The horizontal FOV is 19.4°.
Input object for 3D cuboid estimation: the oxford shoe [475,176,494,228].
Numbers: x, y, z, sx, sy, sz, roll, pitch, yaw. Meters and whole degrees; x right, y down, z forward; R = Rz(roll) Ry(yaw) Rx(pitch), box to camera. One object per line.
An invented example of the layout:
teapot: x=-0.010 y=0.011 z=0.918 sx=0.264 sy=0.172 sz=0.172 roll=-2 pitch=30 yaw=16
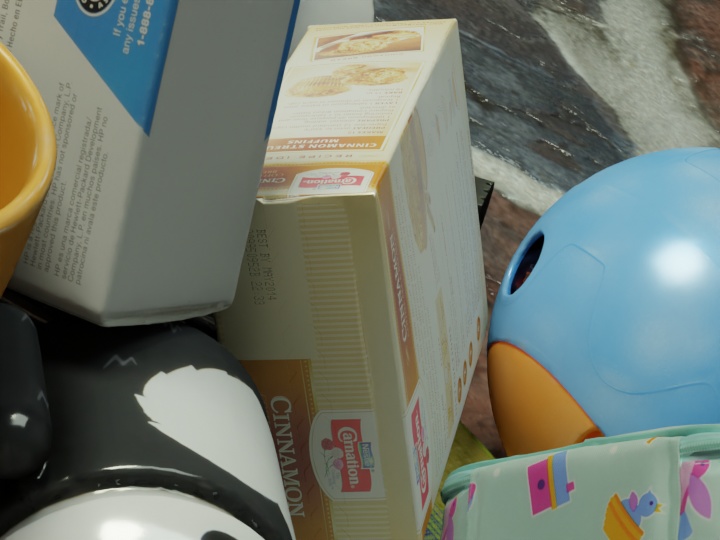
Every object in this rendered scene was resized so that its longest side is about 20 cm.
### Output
oxford shoe: x=0.012 y=-0.015 z=1.121 sx=0.084 sy=0.073 sz=0.200 roll=22 pitch=16 yaw=6

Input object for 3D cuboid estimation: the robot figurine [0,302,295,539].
robot figurine: x=-0.082 y=0.093 z=0.729 sx=0.149 sy=0.126 sz=0.201 roll=17 pitch=26 yaw=-19

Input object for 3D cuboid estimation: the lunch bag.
lunch bag: x=0.133 y=0.118 z=0.838 sx=0.159 sy=0.199 sz=0.078 roll=19 pitch=68 yaw=-36

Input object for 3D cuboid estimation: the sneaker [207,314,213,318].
sneaker: x=-0.061 y=-0.025 z=1.007 sx=0.079 sy=0.074 sz=0.200 roll=24 pitch=24 yaw=-14

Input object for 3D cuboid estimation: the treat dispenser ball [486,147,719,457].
treat dispenser ball: x=0.158 y=0.044 z=0.995 sx=0.199 sy=0.202 sz=0.201 roll=24 pitch=25 yaw=-12

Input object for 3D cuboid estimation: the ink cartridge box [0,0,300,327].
ink cartridge box: x=-0.131 y=-0.081 z=0.764 sx=0.199 sy=0.148 sz=0.086 roll=20 pitch=12 yaw=30

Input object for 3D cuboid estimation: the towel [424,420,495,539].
towel: x=-0.012 y=0.083 z=0.938 sx=0.199 sy=0.023 sz=0.144 roll=-7 pitch=50 yaw=-52

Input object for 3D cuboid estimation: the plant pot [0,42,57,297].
plant pot: x=-0.219 y=0.007 z=0.667 sx=0.199 sy=0.184 sz=0.201 roll=21 pitch=28 yaw=-11

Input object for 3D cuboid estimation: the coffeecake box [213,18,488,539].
coffeecake box: x=0.000 y=0.000 z=0.883 sx=0.072 sy=0.155 sz=0.200 roll=-2 pitch=24 yaw=13

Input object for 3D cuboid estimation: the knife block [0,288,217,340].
knife block: x=-0.135 y=-0.010 z=0.891 sx=0.174 sy=0.064 sz=0.201 roll=0 pitch=34 yaw=-21

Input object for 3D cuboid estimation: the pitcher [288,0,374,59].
pitcher: x=-0.093 y=-0.131 z=1.163 sx=0.198 sy=0.122 sz=0.172 roll=10 pitch=28 yaw=-20
